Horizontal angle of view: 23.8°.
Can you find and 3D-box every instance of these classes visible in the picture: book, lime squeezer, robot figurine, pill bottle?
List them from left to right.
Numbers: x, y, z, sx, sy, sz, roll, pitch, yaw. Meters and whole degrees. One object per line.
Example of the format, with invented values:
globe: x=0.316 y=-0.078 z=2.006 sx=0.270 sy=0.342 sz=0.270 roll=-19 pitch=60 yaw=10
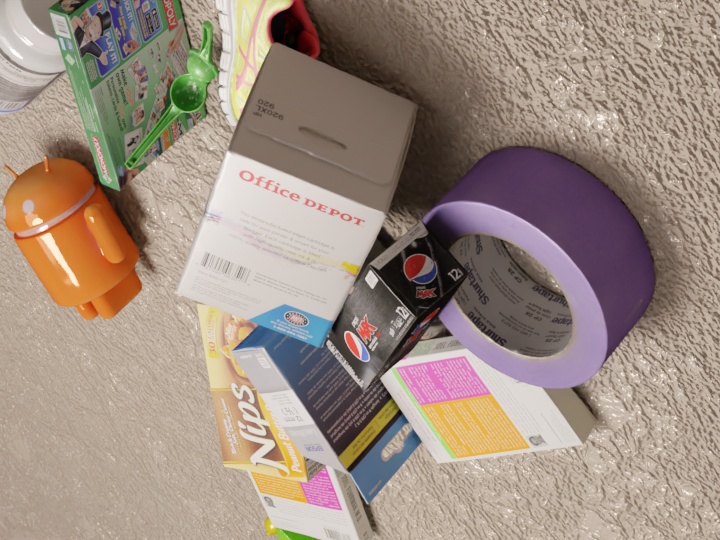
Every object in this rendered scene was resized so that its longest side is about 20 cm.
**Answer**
pill bottle: x=-0.338 y=-0.241 z=1.731 sx=0.114 sy=0.114 sz=0.199 roll=51 pitch=146 yaw=-10
robot figurine: x=-0.328 y=-0.040 z=1.928 sx=0.201 sy=0.116 sz=0.144 roll=61 pitch=-179 yaw=-22
lime squeezer: x=-0.164 y=-0.177 z=1.599 sx=0.038 sy=0.070 sz=0.200 roll=54 pitch=135 yaw=16
book: x=-0.070 y=0.234 z=1.992 sx=0.132 sy=0.048 sz=0.201 roll=11 pitch=134 yaw=34
book: x=0.116 y=0.121 z=1.673 sx=0.199 sy=0.048 sz=0.134 roll=-12 pitch=123 yaw=49

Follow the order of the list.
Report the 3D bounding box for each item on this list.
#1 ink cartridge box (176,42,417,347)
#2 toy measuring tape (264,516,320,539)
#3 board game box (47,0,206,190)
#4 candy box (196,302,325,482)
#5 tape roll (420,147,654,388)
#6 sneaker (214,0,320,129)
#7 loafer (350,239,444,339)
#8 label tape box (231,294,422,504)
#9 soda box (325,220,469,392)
ink cartridge box: x=-0.057 y=-0.065 z=1.515 sx=0.146 sy=0.146 sz=0.201 roll=22 pitch=138 yaw=-6
toy measuring tape: x=-0.044 y=0.374 z=2.104 sx=0.200 sy=0.074 sz=0.074 roll=42 pitch=146 yaw=6
board game box: x=-0.217 y=-0.195 z=1.631 sx=0.029 sy=0.135 sz=0.201 roll=20 pitch=138 yaw=32
candy box: x=-0.104 y=0.123 z=1.859 sx=0.114 sy=0.055 sz=0.202 roll=7 pitch=116 yaw=32
tape roll: x=0.149 y=-0.001 z=1.488 sx=0.199 sy=0.085 sz=0.201 roll=27 pitch=142 yaw=23
sneaker: x=-0.076 y=-0.187 z=1.540 sx=0.090 sy=0.078 sz=0.201 roll=22 pitch=139 yaw=27
loafer: x=0.000 y=0.000 z=1.667 sx=0.199 sy=0.072 sz=0.063 roll=38 pitch=154 yaw=5
label tape box: x=-0.020 y=0.115 z=1.737 sx=0.066 sy=0.143 sz=0.201 roll=-9 pitch=119 yaw=50
soda box: x=0.028 y=0.034 z=1.517 sx=0.063 sy=0.071 sz=0.200 roll=48 pitch=156 yaw=7
